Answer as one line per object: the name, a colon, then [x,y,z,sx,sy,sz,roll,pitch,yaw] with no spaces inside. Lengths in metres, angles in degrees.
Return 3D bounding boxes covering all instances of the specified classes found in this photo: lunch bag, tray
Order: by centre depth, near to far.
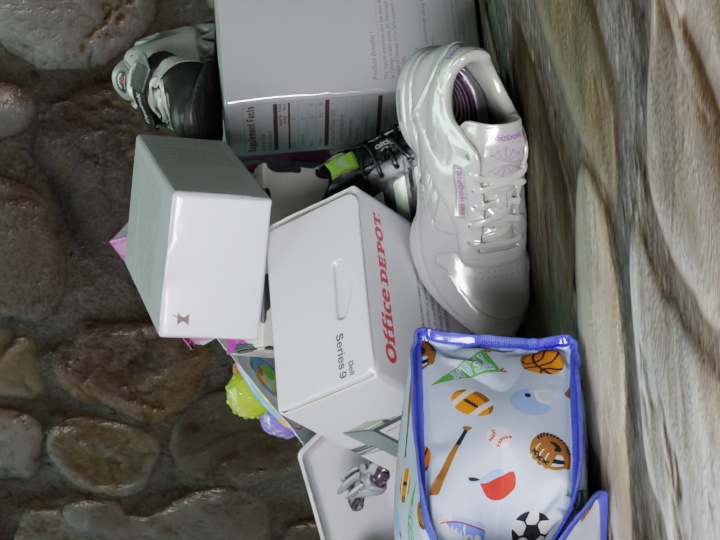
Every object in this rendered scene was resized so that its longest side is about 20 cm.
lunch bag: [0.079,0.161,1.329,0.201,0.123,0.171,-86,-4,-50]
tray: [0.001,0.181,1.753,0.107,0.022,0.201,-42,-48,-35]

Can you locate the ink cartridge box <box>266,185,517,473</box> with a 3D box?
ink cartridge box: [0.027,0.052,1.595,0.200,0.084,0.147,32,-137,-47]

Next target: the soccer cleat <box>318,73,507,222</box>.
soccer cleat: [0.023,-0.068,1.628,0.200,0.081,0.068,-48,35,22]

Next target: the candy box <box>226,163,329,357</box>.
candy box: [0.000,0.000,1.736,0.061,0.199,0.138,-14,73,58]

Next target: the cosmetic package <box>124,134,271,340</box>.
cosmetic package: [-0.117,-0.027,1.642,0.200,0.071,0.102,-128,43,-71]

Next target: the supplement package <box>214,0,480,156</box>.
supplement package: [-0.011,-0.167,1.802,0.117,0.198,0.118,94,172,-72]

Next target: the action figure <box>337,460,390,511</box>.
action figure: [0.046,0.159,1.703,0.069,0.130,0.201,-22,91,55]

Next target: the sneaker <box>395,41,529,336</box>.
sneaker: [0.074,-0.053,1.538,0.099,0.074,0.202,-10,94,67]

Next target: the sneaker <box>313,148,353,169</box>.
sneaker: [-0.030,-0.032,1.802,0.115,0.080,0.200,-36,24,37]

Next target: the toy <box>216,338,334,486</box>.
toy: [-0.083,0.079,1.792,0.201,0.047,0.115,55,-162,-4]

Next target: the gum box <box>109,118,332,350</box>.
gum box: [-0.103,-0.040,1.897,0.066,0.200,0.114,-13,120,50]

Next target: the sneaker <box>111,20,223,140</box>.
sneaker: [-0.152,-0.139,1.833,0.200,0.088,0.075,-96,1,-69]
